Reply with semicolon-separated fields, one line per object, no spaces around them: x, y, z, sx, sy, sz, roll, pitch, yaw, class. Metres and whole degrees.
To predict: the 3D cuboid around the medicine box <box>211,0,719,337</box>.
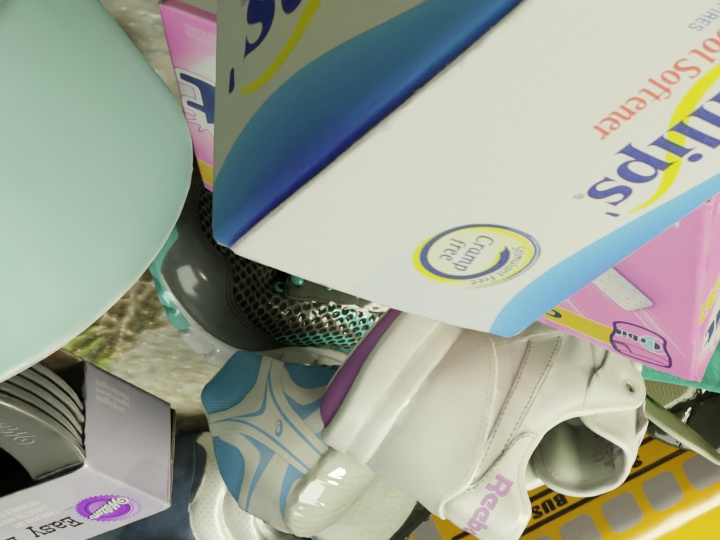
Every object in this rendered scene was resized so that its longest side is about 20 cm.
0.049;-0.115;0.709;0.102;0.201;0.182;17;146;-28;medicine box

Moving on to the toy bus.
0.068;0.122;1.196;0.199;0.079;0.065;-28;149;-4;toy bus

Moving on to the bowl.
-0.161;-0.055;0.856;0.199;0.201;0.105;-7;129;12;bowl

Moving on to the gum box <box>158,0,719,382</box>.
0.032;-0.050;0.891;0.199;0.066;0.114;21;154;16;gum box

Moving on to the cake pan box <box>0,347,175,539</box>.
-0.195;0.065;1.035;0.199;0.053;0.184;-21;147;30;cake pan box

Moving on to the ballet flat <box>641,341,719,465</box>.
0.164;0.046;1.040;0.199;0.071;0.067;18;-165;33;ballet flat

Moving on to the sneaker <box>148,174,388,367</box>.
0.000;0.000;1.047;0.091;0.078;0.199;-26;151;31;sneaker

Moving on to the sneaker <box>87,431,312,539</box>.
-0.042;0.142;1.274;0.146;0.081;0.200;-9;143;24;sneaker

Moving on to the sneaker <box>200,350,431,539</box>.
-0.009;0.070;1.045;0.072;0.073;0.200;-41;162;0;sneaker

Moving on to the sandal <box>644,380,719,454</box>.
0.204;0.044;1.131;0.199;0.080;0.057;11;-167;-3;sandal

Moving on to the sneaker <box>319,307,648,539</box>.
0.069;0.029;0.977;0.099;0.200;0.075;39;137;10;sneaker
